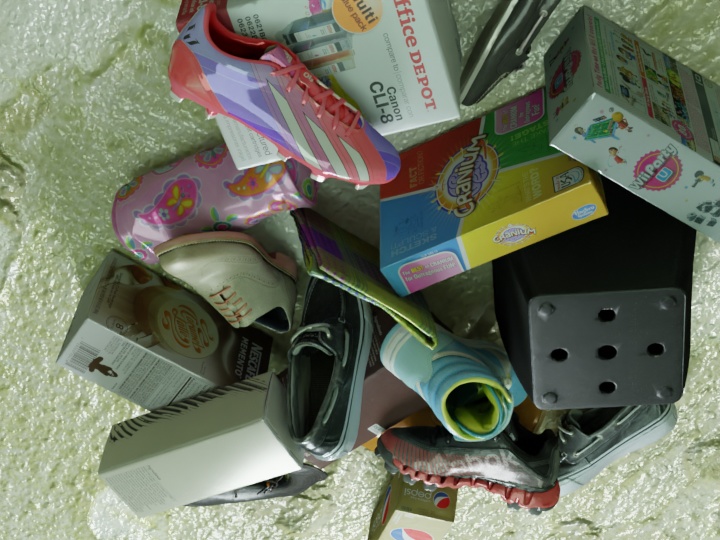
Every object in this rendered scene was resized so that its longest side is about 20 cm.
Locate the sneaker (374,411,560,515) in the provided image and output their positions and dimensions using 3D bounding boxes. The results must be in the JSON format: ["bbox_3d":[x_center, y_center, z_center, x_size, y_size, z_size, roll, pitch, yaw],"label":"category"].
[{"bbox_3d":[0.117,0.183,1.223,0.199,0.071,0.099,12,113,3],"label":"sneaker"}]

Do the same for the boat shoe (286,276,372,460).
[{"bbox_3d":[-0.033,0.079,1.145,0.072,0.202,0.071,-12,155,25],"label":"boat shoe"}]

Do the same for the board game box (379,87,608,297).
[{"bbox_3d":[0.112,-0.075,1.051,0.199,0.154,0.040,-23,129,20],"label":"board game box"}]

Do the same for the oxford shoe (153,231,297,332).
[{"bbox_3d":[-0.119,0.013,1.127,0.070,0.074,0.199,-19,159,30],"label":"oxford shoe"}]

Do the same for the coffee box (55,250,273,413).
[{"bbox_3d":[-0.198,0.082,1.223,0.199,0.115,0.080,30,124,-18],"label":"coffee box"}]

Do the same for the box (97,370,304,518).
[{"bbox_3d":[-0.156,0.175,1.176,0.199,0.069,0.082,-19,126,20],"label":"box"}]

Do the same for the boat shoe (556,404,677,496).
[{"bbox_3d":[0.247,0.179,1.296,0.199,0.072,0.071,-35,109,16],"label":"boat shoe"}]

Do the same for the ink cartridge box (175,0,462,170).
[{"bbox_3d":[-0.025,-0.198,0.975,0.198,0.145,0.146,-12,125,13],"label":"ink cartridge box"}]

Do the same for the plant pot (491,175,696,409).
[{"bbox_3d":[0.221,0.020,1.100,0.198,0.178,0.201,-3,128,8],"label":"plant pot"}]

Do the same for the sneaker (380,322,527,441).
[{"bbox_3d":[0.117,0.122,1.128,0.199,0.131,0.080,20,108,-42],"label":"sneaker"}]

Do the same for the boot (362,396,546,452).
[{"bbox_3d":[0.093,0.164,1.287,0.143,0.071,0.201,32,128,-19],"label":"boot"}]

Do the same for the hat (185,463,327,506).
[{"bbox_3d":[-0.138,0.205,1.317,0.199,0.082,0.201,-5,159,-2],"label":"hat"}]

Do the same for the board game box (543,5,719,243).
[{"bbox_3d":[0.256,-0.122,1.008,0.199,0.148,0.064,28,127,-15],"label":"board game box"}]

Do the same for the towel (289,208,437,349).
[{"bbox_3d":[0.000,0.000,1.100,0.143,0.200,0.023,31,102,-19],"label":"towel"}]

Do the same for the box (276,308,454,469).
[{"bbox_3d":[0.002,0.118,1.229,0.199,0.075,0.100,-35,137,17],"label":"box"}]

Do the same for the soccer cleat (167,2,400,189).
[{"bbox_3d":[-0.051,-0.129,0.900,0.199,0.067,0.077,25,122,-12],"label":"soccer cleat"}]

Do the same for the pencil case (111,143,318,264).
[{"bbox_3d":[-0.138,-0.070,1.122,0.199,0.088,0.088,-20,123,19],"label":"pencil case"}]

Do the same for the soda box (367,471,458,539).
[{"bbox_3d":[0.055,0.285,1.346,0.067,0.064,0.200,13,147,-4],"label":"soda box"}]

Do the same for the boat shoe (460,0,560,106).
[{"bbox_3d":[0.145,-0.215,0.998,0.057,0.067,0.201,24,122,-8],"label":"boat shoe"}]
